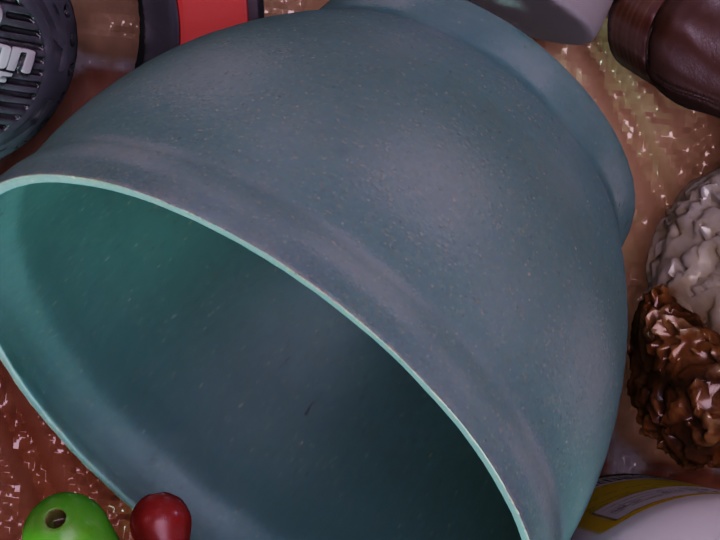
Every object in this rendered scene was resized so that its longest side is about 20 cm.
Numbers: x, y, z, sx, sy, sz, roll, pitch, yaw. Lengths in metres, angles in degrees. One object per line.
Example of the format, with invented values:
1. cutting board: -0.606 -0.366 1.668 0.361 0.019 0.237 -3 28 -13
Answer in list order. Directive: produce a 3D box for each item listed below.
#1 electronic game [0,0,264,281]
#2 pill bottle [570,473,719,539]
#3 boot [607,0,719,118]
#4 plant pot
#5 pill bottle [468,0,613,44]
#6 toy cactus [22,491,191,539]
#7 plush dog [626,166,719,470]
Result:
1. electronic game: -0.126 -0.068 0.855 0.199 0.042 0.201 -8 117 -16
2. pill bottle: 0.098 0.120 0.836 0.110 0.200 0.112 0 89 -7
3. boot: 0.198 -0.081 0.857 0.186 0.200 0.064 -44 133 -6
4. plant pot: 0.000 0.000 0.833 0.200 0.200 0.134 40 61 -5
5. pill bottle: 0.071 -0.182 0.884 0.114 0.114 0.201 25 86 -6
6. toy cactus: -0.042 0.154 0.862 0.164 0.102 0.201 -5 103 10
7. plush dog: 0.173 0.022 0.895 0.171 0.161 0.200 30 51 8
